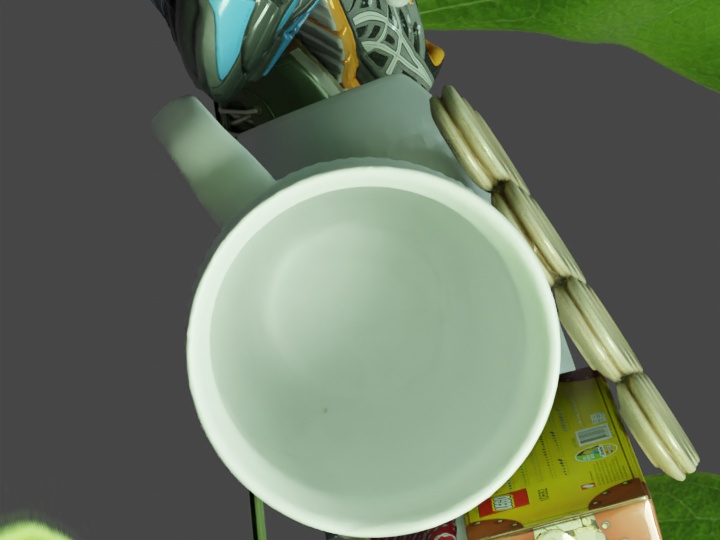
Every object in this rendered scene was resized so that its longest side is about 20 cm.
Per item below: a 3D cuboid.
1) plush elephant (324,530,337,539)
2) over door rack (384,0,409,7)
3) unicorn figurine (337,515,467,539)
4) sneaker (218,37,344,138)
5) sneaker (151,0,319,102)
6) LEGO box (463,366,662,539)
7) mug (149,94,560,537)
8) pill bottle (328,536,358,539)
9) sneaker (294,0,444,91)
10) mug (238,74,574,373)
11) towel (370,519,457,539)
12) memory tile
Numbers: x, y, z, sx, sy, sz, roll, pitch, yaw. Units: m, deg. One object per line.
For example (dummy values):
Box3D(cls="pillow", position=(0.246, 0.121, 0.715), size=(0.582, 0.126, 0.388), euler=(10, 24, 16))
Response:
Box3D(cls="plush elephant", position=(0.061, 0.206, 1.470), size=(0.165, 0.155, 0.200), euler=(76, 5, -57))
Box3D(cls="over door rack", position=(-0.012, -0.181, 1.056), size=(0.200, 0.148, 0.067), euler=(-16, 136, -59))
Box3D(cls="unicorn figurine", position=(0.069, 0.157, 1.233), size=(0.137, 0.074, 0.200), euler=(-32, 89, -43))
Box3D(cls="sneaker", position=(-0.040, -0.056, 1.318), size=(0.067, 0.090, 0.200), euler=(12, -31, 51))
Box3D(cls="sneaker", position=(-0.069, -0.123, 1.022), size=(0.082, 0.073, 0.200), euler=(36, 2, -2))
Box3D(cls="LEGO box", position=(0.096, 0.144, 1.021), size=(0.200, 0.077, 0.149), euler=(-90, 165, -78))
Box3D(cls="mug", position=(-0.016, 0.006, 0.989), size=(0.200, 0.148, 0.175), euler=(48, 1, -5))
Box3D(cls="pill bottle", position=(0.036, 0.244, 1.292), size=(0.110, 0.110, 0.200), euler=(71, 8, -74))
Box3D(cls="sneaker", position=(-0.008, -0.144, 1.315), size=(0.078, 0.077, 0.200), euler=(32, -14, 28))
Box3D(cls="mug", position=(0.000, 0.000, 1.206), size=(0.200, 0.148, 0.175), euler=(-13, -81, 66))
Box3D(cls="towel", position=(0.006, 0.158, 0.995), size=(0.145, 0.022, 0.200), euler=(-61, -176, 10))
Box3D(cls="memory tile", position=(0.093, 0.008, 1.059), size=(0.200, 0.017, 0.153), euler=(57, 7, 6))
